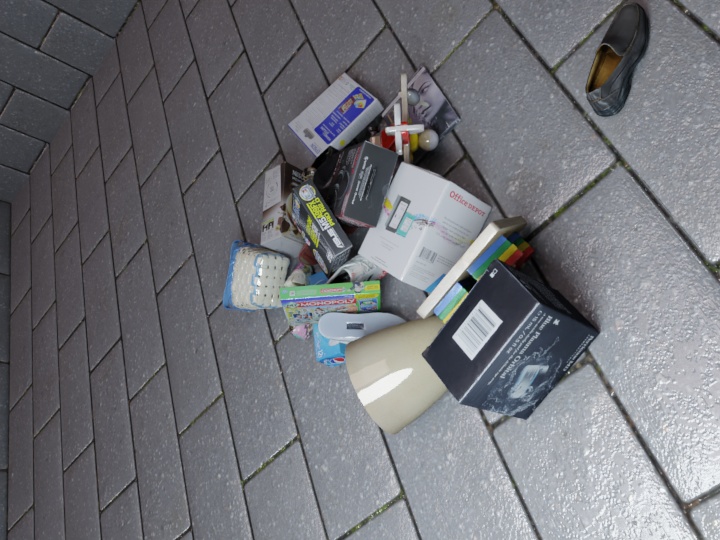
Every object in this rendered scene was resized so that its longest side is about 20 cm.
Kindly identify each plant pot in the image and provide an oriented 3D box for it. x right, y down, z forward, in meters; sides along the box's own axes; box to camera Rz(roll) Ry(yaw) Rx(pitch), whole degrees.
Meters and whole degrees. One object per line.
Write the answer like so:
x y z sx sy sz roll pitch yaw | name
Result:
0.104 0.167 1.220 0.198 0.187 0.189 -31 53 15 | plant pot

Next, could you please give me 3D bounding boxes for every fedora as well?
-0.045 -0.205 1.502 0.199 0.092 0.202 -31 30 20 | fedora

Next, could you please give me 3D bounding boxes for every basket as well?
-0.272 0.021 1.662 0.198 0.138 0.179 11 92 41 | basket

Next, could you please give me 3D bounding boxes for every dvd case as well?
0.128 -0.344 1.486 0.149 0.016 0.202 -45 48 25 | dvd case

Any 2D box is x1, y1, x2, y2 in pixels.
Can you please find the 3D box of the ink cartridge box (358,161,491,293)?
0.124 -0.078 1.294 0.146 0.146 0.202 32 98 47 | ink cartridge box

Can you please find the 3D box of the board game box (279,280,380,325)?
-0.057 0.068 1.360 0.196 0.135 0.030 -4 64 1 | board game box

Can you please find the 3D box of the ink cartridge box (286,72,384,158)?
-0.063 -0.371 1.625 0.200 0.047 0.198 -44 44 5 | ink cartridge box

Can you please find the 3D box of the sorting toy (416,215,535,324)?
0.214 0.008 1.149 0.070 0.199 0.200 44 114 15 | sorting toy

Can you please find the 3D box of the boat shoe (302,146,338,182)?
-0.110 -0.221 1.609 0.074 0.073 0.202 6 63 44 | boat shoe

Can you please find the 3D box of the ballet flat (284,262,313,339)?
-0.146 0.062 1.572 0.069 0.071 0.203 -24 58 38 | ballet flat

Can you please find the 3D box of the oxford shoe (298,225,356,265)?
-0.070 -0.090 1.565 0.199 0.070 0.075 -40 32 20 | oxford shoe

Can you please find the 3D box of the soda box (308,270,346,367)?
-0.064 0.103 1.466 0.063 0.068 0.203 -21 60 23 | soda box

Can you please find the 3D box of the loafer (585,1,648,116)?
0.436 -0.370 1.140 0.072 0.072 0.203 9 81 47 | loafer

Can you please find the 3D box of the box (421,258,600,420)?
0.240 0.116 1.062 0.198 0.199 0.118 -54 44 16 | box

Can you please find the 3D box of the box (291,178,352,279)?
-0.085 -0.081 1.380 0.044 0.200 0.161 -30 82 -13 | box

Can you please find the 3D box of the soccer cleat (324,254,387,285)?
0.000 0.000 1.399 0.199 0.085 0.069 -36 77 0 | soccer cleat

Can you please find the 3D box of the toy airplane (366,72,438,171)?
0.099 -0.276 1.379 0.201 0.139 0.202 -105 19 -45 | toy airplane

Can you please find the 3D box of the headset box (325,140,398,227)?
-0.003 -0.166 1.324 0.200 0.076 0.151 -165 92 -74 | headset box

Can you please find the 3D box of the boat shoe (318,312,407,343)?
0.017 0.130 1.368 0.198 0.086 0.076 2 76 10 | boat shoe

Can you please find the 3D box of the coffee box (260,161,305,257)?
-0.176 -0.149 1.652 0.079 0.112 0.203 -18 64 39 | coffee box
